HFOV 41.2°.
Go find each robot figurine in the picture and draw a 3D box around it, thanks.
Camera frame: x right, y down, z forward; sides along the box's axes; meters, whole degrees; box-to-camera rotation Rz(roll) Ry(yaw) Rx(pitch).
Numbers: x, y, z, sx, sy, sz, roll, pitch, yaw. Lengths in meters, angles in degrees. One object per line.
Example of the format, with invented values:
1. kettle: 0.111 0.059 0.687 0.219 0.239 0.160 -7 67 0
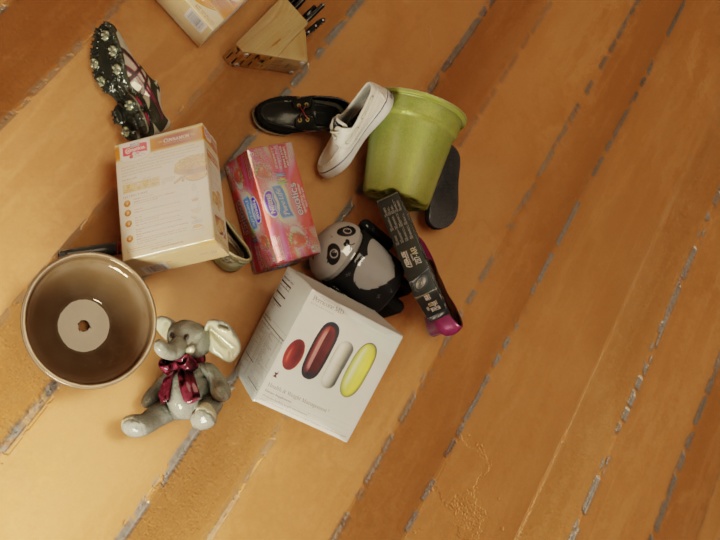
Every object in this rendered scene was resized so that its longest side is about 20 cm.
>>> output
1. robot figurine: 0.000 0.001 1.726 0.199 0.125 0.151 39 22 -19

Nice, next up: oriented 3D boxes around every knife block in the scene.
1. knife block: -0.158 -0.462 1.775 0.197 0.064 0.180 1 78 -32

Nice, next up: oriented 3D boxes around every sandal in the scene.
1. sandal: 0.163 -0.162 1.929 0.076 0.042 0.203 35 52 -29

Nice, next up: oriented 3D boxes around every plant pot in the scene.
1. plant pot: 0.087 -0.219 1.813 0.197 0.199 0.188 19 79 -27
2. plant pot: -0.414 0.080 1.453 0.197 0.092 0.205 5 77 -23

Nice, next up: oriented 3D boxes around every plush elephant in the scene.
1. plush elephant: -0.273 0.149 1.500 0.200 0.162 0.158 -34 113 -62

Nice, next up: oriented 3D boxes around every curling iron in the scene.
1. curling iron: -0.386 -0.027 1.544 0.197 0.025 0.051 1 75 -32

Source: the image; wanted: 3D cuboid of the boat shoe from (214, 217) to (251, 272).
1. boat shoe: -0.259 -0.085 1.618 0.200 0.062 0.074 46 60 -15

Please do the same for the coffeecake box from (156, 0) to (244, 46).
1. coffeecake box: -0.270 -0.528 1.712 0.154 0.073 0.201 46 58 -14

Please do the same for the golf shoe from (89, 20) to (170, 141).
1. golf shoe: -0.386 -0.314 1.599 0.088 0.076 0.204 -23 94 -54

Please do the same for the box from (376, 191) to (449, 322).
1. box: 0.098 -0.022 1.754 0.043 0.160 0.203 -23 69 6

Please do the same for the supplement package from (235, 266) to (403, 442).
1. supplement package: -0.071 0.138 1.592 0.189 0.147 0.203 27 94 -25

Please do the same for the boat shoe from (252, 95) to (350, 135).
1. boat shoe: -0.104 -0.291 1.771 0.198 0.063 0.075 -3 82 -32

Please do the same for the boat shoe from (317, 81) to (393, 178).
1. boat shoe: -0.023 -0.257 1.746 0.065 0.200 0.073 26 29 -38

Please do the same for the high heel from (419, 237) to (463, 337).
1. high heel: 0.147 0.025 1.833 0.067 0.096 0.204 -15 87 -34

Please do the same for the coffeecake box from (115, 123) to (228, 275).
1. coffeecake box: -0.300 -0.113 1.521 0.150 0.073 0.204 -12 69 7

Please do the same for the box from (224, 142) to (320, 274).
1. box: -0.153 -0.108 1.669 0.093 0.102 0.204 -14 87 -34
